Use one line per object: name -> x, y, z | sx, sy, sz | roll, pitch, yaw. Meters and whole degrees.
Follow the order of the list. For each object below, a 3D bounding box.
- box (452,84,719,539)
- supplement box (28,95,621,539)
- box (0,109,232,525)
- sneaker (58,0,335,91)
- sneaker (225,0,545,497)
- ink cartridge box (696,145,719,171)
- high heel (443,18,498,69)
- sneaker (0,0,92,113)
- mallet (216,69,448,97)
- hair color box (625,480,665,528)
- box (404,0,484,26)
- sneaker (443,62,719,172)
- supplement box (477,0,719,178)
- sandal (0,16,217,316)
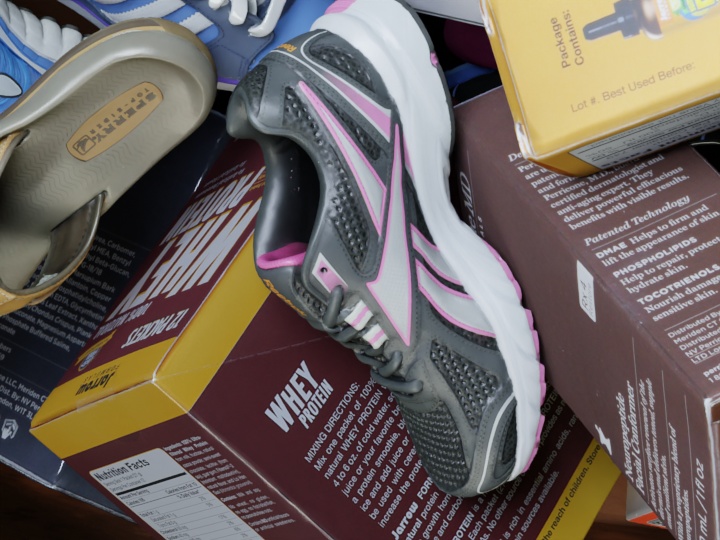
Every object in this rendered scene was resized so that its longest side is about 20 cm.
box -> 0.110, 0.013, 0.884 | 0.075, 0.200, 0.101 | -22, 131, -12
supplement box -> 0.003, 0.047, 1.034 | 0.200, 0.198, 0.133 | 42, 151, -16
box -> -0.092, 0.031, 1.217 | 0.117, 0.201, 0.196 | 21, 173, 39
sneaker -> -0.068, -0.135, 0.910 | 0.199, 0.081, 0.146 | 22, 166, -14
sneaker -> 0.000, 0.000, 0.911 | 0.086, 0.201, 0.080 | -28, -167, -29
ink cartridge box -> 0.149, -0.021, 1.141 | 0.199, 0.085, 0.146 | -5, 158, 39
high heel -> 0.102, -0.083, 0.953 | 0.067, 0.097, 0.199 | 23, 159, -35
sneaker -> -0.177, -0.077, 0.959 | 0.078, 0.090, 0.199 | -1, 161, 43
mallet -> -0.008, -0.089, 1.109 | 0.198, 0.041, 0.066 | 9, 162, -7
hair color box -> 0.195, 0.050, 1.035 | 0.061, 0.102, 0.200 | 13, 160, -24
box -> 0.044, -0.155, 0.825 | 0.116, 0.061, 0.200 | 12, 163, -3
sneaker -> 0.102, -0.055, 1.040 | 0.199, 0.078, 0.070 | -10, 153, 31
supplement box -> 0.146, -0.096, 0.818 | 0.199, 0.067, 0.069 | -18, 170, 16
sandal -> -0.134, -0.020, 0.936 | 0.200, 0.054, 0.080 | -39, 135, 14
